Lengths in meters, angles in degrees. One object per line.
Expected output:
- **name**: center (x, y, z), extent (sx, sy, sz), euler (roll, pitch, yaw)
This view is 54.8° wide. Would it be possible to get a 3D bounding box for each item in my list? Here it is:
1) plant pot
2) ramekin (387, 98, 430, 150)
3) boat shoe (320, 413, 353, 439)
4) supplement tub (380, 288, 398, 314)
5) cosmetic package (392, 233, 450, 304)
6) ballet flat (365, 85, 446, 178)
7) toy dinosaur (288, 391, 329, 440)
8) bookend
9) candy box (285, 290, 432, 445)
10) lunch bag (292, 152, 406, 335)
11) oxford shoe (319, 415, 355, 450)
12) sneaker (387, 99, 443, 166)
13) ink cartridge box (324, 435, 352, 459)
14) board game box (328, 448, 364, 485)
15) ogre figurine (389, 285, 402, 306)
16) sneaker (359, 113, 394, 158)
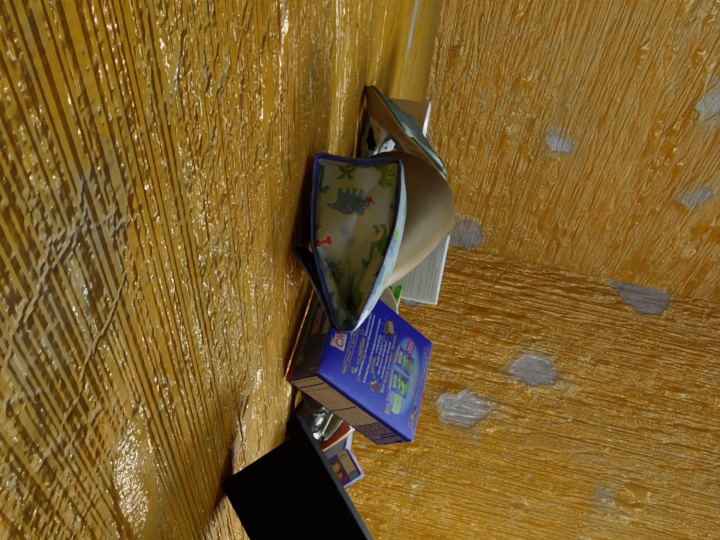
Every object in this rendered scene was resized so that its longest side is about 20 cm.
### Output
- **plant pot**: center (0.033, -0.060, 1.100), extent (0.201, 0.184, 0.188), euler (-55, 160, -45)
- **ramekin**: center (0.084, -0.270, 1.487), extent (0.200, 0.096, 0.203), euler (12, 90, -84)
- **boat shoe**: center (-0.021, 0.217, 1.140), extent (0.074, 0.087, 0.202), euler (0, 139, -46)
- **supplement tub**: center (0.001, 0.093, 1.213), extent (0.200, 0.130, 0.134), euler (84, 19, -76)
- **cosmetic package**: center (0.098, -0.023, 1.634), extent (0.165, 0.197, 0.167), euler (-16, 118, -84)
- **ballet flat**: center (0.060, -0.209, 1.137), extent (0.063, 0.200, 0.069), euler (-40, -173, 5)
- **toy dinosaur**: center (-0.079, 0.231, 1.074), extent (0.102, 0.077, 0.202), euler (-9, 129, -64)
- **bookend**: center (-0.093, 0.287, 0.696), extent (0.199, 0.200, 0.092), euler (-32, 165, -7)
- **candy box**: center (0.004, 0.129, 0.999), extent (0.077, 0.200, 0.170), euler (-21, -141, 40)
- **lunch bag**: center (-0.009, -0.028, 0.847), extent (0.170, 0.126, 0.203), euler (10, 82, -85)
- **oxford shoe**: center (-0.013, 0.258, 1.244), extent (0.200, 0.071, 0.073), euler (-41, 145, -9)
- **sneaker**: center (0.100, -0.251, 1.338), extent (0.200, 0.073, 0.080), euler (40, 53, -36)
- **ink cartridge box**: center (-0.069, 0.363, 1.324), extent (0.201, 0.083, 0.147), euler (97, 7, -50)
- **board game box**: center (-0.063, 0.339, 1.098), extent (0.045, 0.134, 0.200), euler (58, -8, 15)
- **ogre figurine**: center (0.034, 0.013, 1.469), extent (0.098, 0.118, 0.202), euler (99, 5, -78)
- **sneaker**: center (0.023, -0.185, 1.204), extent (0.087, 0.074, 0.203), euler (-24, 116, -74)
